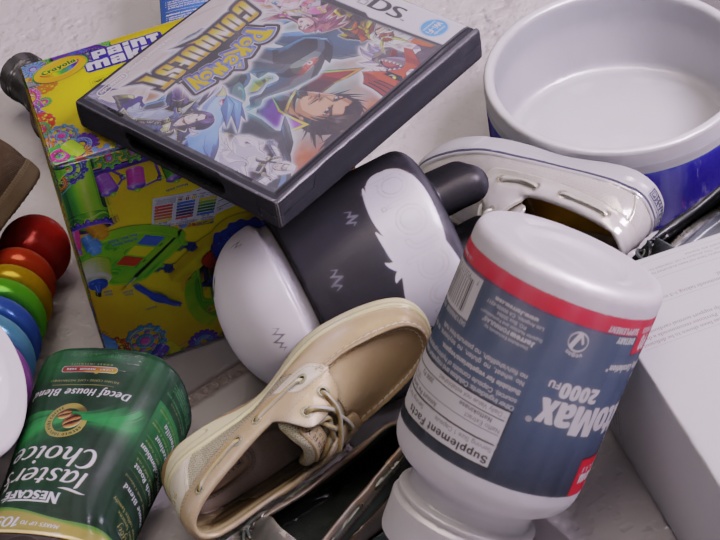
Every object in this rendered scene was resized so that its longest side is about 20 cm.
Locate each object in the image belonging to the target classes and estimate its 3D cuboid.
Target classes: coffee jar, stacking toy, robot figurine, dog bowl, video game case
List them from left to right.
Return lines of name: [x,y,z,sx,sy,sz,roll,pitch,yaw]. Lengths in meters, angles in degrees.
stacking toy: [-0.252,0.033,1.398,0.084,0.086,0.201,0,36,11]
coffee jar: [-0.180,0.145,1.246,0.103,0.086,0.201,2,44,14]
video game case: [-0.052,-0.124,1.273,0.180,0.026,0.200,27,54,32]
robot figurine: [-0.001,-0.001,1.311,0.199,0.125,0.151,-27,61,-5]
dog bowl: [0.193,-0.121,1.469,0.198,0.079,0.201,-6,42,5]

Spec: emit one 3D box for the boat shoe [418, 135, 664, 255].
boat shoe: [0.112,-0.042,1.392,0.199,0.071,0.070,13,44,33]

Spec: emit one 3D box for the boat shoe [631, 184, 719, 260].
boat shoe: [0.216,0.000,1.340,0.199,0.066,0.074,-33,48,-24]

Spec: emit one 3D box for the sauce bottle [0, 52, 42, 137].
sauce bottle: [-0.217,-0.115,1.553,0.064,0.065,0.200,-32,48,-23]

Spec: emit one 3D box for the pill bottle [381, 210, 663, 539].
pill bottle: [0.089,0.078,1.172,0.119,0.202,0.120,19,16,-6]

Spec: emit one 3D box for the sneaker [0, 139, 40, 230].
sneaker: [-0.304,-0.020,1.388,0.075,0.070,0.201,37,49,-10]

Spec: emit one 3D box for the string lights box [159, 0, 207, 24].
string lights box: [-0.110,-0.192,1.620,0.102,0.059,0.201,-9,42,0]

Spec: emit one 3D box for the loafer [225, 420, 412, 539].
loafer: [-0.039,0.161,1.216,0.199,0.063,0.072,-35,47,-25]

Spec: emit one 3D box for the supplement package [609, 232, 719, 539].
supplement package: [0.229,0.089,1.203,0.116,0.118,0.201,-17,42,-9]

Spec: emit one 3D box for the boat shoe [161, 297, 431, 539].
boat shoe: [-0.033,0.096,1.235,0.199,0.072,0.065,-35,30,-2]

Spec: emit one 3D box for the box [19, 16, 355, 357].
box: [-0.111,-0.062,1.378,0.198,0.194,0.122,-17,43,-9]

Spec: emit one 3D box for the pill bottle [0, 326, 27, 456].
pill bottle: [-0.318,0.098,1.263,0.199,0.111,0.112,-23,34,30]
